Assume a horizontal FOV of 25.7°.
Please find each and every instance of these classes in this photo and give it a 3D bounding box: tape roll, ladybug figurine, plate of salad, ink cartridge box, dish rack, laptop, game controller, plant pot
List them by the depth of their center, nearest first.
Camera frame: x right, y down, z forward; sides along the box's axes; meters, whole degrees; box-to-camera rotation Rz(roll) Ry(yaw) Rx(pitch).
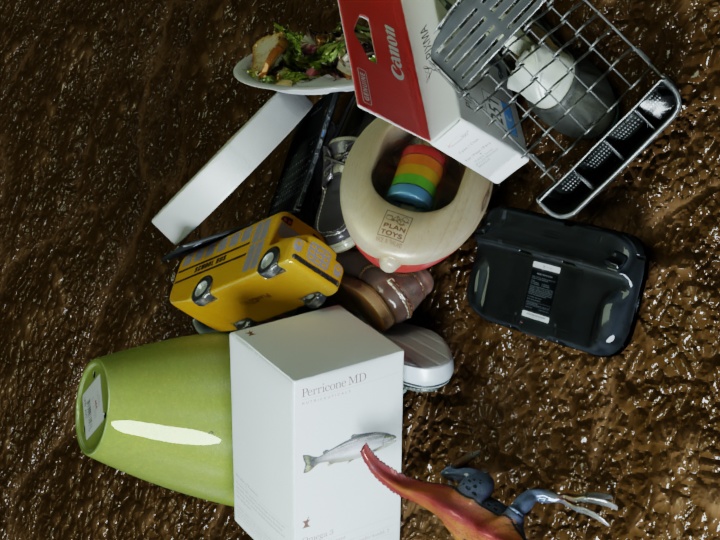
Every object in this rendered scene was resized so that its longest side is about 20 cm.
[{"bbox_3d":[0.155,-0.163,1.323,0.200,0.055,0.153,45,116,2],"label":"dish rack"},{"bbox_3d":[0.165,0.007,1.352,0.200,0.042,0.105,18,105,53],"label":"game controller"},{"bbox_3d":[0.062,-0.193,1.419,0.045,0.176,0.200,-38,44,31],"label":"ink cartridge box"},{"bbox_3d":[0.049,-0.070,1.442,0.072,0.135,0.200,100,-168,-51],"label":"ladybug figurine"},{"bbox_3d":[-0.169,0.141,1.542,0.187,0.199,0.188,-18,69,59],"label":"plant pot"},{"bbox_3d":[-0.027,-0.216,1.549,0.200,0.200,0.048,25,127,52],"label":"plate of salad"},{"bbox_3d":[-0.128,-0.109,1.581,0.203,0.037,0.203,-45,7,7],"label":"tape roll"},{"bbox_3d":[-0.113,-0.094,1.594,0.177,0.103,0.201,166,123,-75],"label":"laptop"}]

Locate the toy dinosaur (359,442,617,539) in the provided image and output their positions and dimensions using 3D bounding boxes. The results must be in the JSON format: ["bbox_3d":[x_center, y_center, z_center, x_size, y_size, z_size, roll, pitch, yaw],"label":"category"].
[{"bbox_3d":[0.099,0.219,1.264,0.182,0.199,0.105,-108,24,-78],"label":"toy dinosaur"}]

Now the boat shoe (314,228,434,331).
[{"bbox_3d":[0.000,0.000,1.511,0.070,0.070,0.200,-40,35,-13],"label":"boat shoe"}]

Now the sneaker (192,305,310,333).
[{"bbox_3d":[-0.107,0.034,1.595,0.070,0.082,0.200,57,154,-2],"label":"sneaker"}]

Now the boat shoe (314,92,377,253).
[{"bbox_3d":[-0.007,-0.105,1.521,0.072,0.065,0.200,-4,48,35],"label":"boat shoe"}]

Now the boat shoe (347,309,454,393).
[{"bbox_3d":[0.022,0.088,1.476,0.200,0.072,0.071,21,118,57],"label":"boat shoe"}]

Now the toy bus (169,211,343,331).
[{"bbox_3d":[-0.097,0.003,1.479,0.200,0.065,0.078,-21,43,47],"label":"toy bus"}]

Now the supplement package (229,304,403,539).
[{"bbox_3d":[-0.040,0.151,1.417,0.117,0.117,0.201,34,131,51],"label":"supplement package"}]

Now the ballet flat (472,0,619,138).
[{"bbox_3d":[0.153,-0.184,1.405,0.068,0.068,0.200,-55,41,19],"label":"ballet flat"}]

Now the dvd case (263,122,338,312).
[{"bbox_3d":[-0.031,-0.039,1.619,0.149,0.016,0.200,-54,41,23],"label":"dvd case"}]
